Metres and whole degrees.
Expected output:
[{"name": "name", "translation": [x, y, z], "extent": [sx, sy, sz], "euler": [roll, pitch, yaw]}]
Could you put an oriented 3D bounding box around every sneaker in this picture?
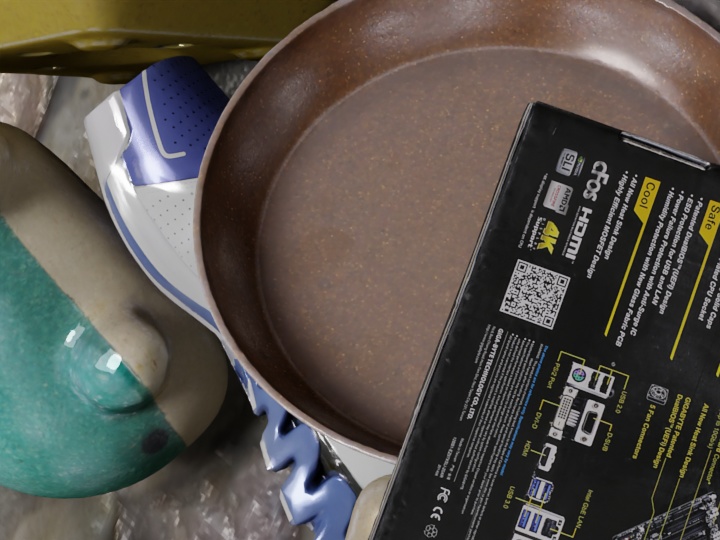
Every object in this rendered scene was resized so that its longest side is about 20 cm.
[{"name": "sneaker", "translation": [0.000, 0.001, 0.986], "extent": [0.115, 0.080, 0.200], "euler": [-32, 89, 26]}]

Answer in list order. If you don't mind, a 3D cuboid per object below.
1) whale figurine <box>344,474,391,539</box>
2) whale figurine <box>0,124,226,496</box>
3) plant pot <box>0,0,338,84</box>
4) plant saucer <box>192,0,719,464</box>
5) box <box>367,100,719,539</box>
[{"name": "whale figurine", "translation": [0.053, 0.135, 0.936], "extent": [0.200, 0.104, 0.159], "euler": [-42, 64, 10]}, {"name": "whale figurine", "translation": [-0.133, 0.009, 1.026], "extent": [0.104, 0.200, 0.159], "euler": [-43, 53, -6]}, {"name": "plant pot", "translation": [-0.099, -0.174, 1.027], "extent": [0.193, 0.195, 0.202], "euler": [-5, 86, 43]}, {"name": "plant saucer", "translation": [0.045, -0.014, 0.913], "extent": [0.201, 0.199, 0.035], "euler": [55, 165, 31]}, {"name": "box", "translation": [0.089, 0.069, 0.818], "extent": [0.159, 0.049, 0.201], "euler": [19, 78, 3]}]
